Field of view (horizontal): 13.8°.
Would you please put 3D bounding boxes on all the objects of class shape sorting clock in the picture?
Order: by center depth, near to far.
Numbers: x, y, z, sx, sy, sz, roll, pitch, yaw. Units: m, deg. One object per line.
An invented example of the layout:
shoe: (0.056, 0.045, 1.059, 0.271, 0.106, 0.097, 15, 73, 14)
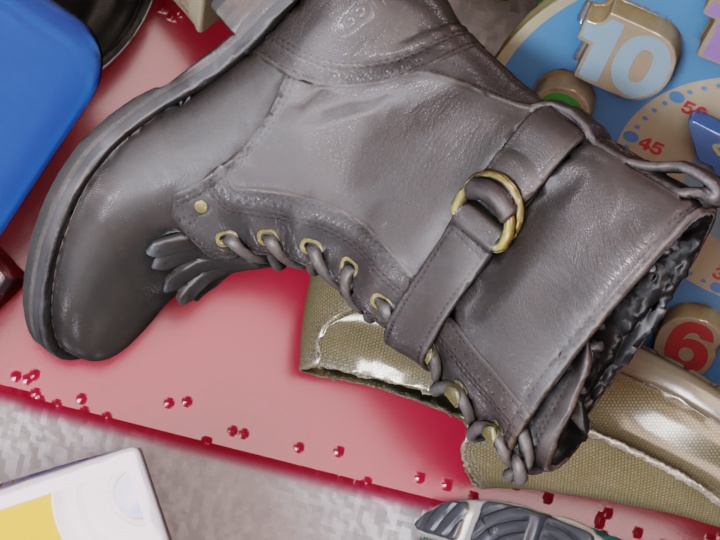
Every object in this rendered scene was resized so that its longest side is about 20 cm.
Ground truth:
shape sorting clock: (0.132, -0.022, 0.950, 0.199, 0.200, 0.039, 26, 47, -3)

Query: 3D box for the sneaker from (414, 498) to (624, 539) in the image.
sneaker: (0.108, 0.129, 0.989, 0.199, 0.080, 0.078, 18, 100, 15)

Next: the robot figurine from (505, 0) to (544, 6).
robot figurine: (0.107, -0.134, 0.984, 0.199, 0.116, 0.176, 13, 117, -5)

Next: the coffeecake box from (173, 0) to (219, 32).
coffeecake box: (-0.085, -0.195, 0.935, 0.073, 0.154, 0.200, -39, 80, -16)

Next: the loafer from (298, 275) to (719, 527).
loafer: (0.065, 0.049, 0.994, 0.200, 0.076, 0.068, 31, 85, 8)

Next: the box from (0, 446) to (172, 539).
box: (-0.149, 0.137, 0.952, 0.199, 0.101, 0.113, -19, 88, -6)

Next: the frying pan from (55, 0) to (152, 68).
frying pan: (-0.116, -0.142, 1.010, 0.115, 0.031, 0.191, 15, 71, -6)

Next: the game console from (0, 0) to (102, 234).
game console: (-0.213, -0.044, 0.931, 0.171, 0.118, 0.200, 35, 92, 32)

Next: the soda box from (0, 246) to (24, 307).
soda box: (-0.200, -0.049, 0.975, 0.063, 0.070, 0.200, -42, 90, -1)

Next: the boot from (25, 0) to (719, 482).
boot: (0.000, 0.000, 0.926, 0.174, 0.069, 0.200, 47, 113, 19)
